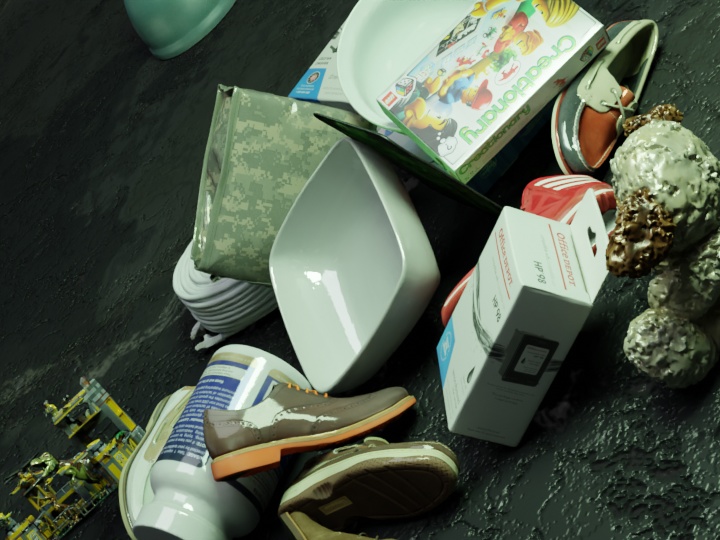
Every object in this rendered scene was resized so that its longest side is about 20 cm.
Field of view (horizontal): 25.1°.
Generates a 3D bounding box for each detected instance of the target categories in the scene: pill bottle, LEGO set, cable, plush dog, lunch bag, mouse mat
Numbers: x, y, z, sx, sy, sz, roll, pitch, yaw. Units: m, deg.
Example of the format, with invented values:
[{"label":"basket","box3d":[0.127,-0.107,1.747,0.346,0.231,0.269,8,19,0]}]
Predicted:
[{"label":"pill bottle","box3d":[-0.131,0.182,1.543,0.115,0.116,0.201,-8,46,48]},{"label":"LEGO set","box3d":[-0.321,0.205,1.720,0.200,0.116,0.154,-42,5,19]},{"label":"cable","box3d":[-0.124,-0.023,1.833,0.199,0.069,0.201,-26,35,32]},{"label":"plush dog","box3d":[0.256,-0.037,1.254,0.159,0.172,0.201,-25,35,32]},{"label":"lunch bag","box3d":[-0.083,-0.079,1.690,0.117,0.162,0.202,-157,77,-73]},{"label":"mouse mat","box3d":[0.059,-0.096,1.559,0.008,0.199,0.161,-61,30,-1]}]

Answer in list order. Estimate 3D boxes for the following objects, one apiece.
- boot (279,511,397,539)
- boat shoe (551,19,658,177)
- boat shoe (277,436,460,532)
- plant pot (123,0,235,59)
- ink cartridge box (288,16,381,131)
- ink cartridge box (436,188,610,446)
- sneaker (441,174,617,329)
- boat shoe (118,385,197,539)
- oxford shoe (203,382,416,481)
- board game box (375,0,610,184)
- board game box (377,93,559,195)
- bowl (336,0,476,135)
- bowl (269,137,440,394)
[{"label":"boot","box3d":[-0.004,0.251,1.363,0.075,0.074,0.200,-33,30,-16]},{"label":"boat shoe","box3d":[0.237,-0.166,1.550,0.062,0.071,0.201,-13,39,39]},{"label":"boat shoe","box3d":[0.009,0.174,1.419,0.201,0.075,0.075,-20,32,39]},{"label":"plant pot","box3d":[-0.293,-0.447,2.509,0.199,0.134,0.201,-32,33,23]},{"label":"ink cartridge box","box3d":[0.029,-0.251,1.902,0.201,0.084,0.145,-55,30,-14]},{"label":"ink cartridge box","box3d":[0.133,0.031,1.346,0.116,0.066,0.201,-96,25,-55]},{"label":"sneaker","box3d":[0.152,-0.014,1.481,0.199,0.079,0.116,-32,22,0]},{"label":"boat shoe","box3d":[-0.190,0.192,1.649,0.068,0.075,0.201,-33,31,32]},{"label":"oxford shoe","box3d":[-0.046,0.129,1.463,0.198,0.073,0.071,-15,-12,-16]},{"label":"board game box","box3d":[0.127,-0.192,1.558,0.200,0.035,0.126,-45,58,-2]},{"label":"board game box","box3d":[0.132,-0.182,1.725,0.200,0.043,0.199,-49,31,-4]},{"label":"bowl","box3d":[0.082,-0.212,1.659,0.199,0.090,0.203,-9,63,19]},{"label":"bowl","box3d":[0.000,0.000,1.564,0.201,0.074,0.201,-55,43,35]}]
